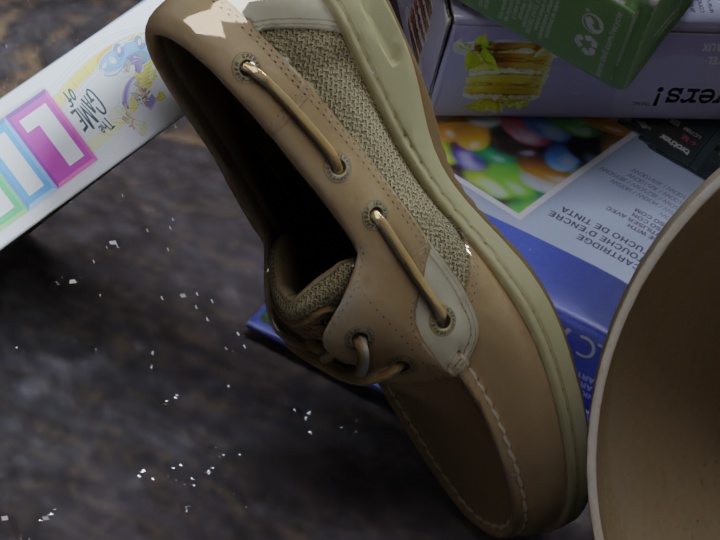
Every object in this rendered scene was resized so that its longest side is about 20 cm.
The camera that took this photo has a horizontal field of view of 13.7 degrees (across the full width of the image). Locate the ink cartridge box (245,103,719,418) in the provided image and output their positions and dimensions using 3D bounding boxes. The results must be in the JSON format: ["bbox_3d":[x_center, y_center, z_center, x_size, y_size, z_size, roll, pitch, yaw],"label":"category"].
[{"bbox_3d":[0.061,-0.023,0.980,0.119,0.042,0.200,26,45,16],"label":"ink cartridge box"}]

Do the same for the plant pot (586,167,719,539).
[{"bbox_3d":[0.160,0.040,0.845,0.199,0.201,0.134,12,9,0],"label":"plant pot"}]

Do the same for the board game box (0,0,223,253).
[{"bbox_3d":[-0.134,-0.001,0.839,0.034,0.134,0.200,53,49,-4],"label":"board game box"}]

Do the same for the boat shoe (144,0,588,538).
[{"bbox_3d":[0.000,0.000,0.850,0.064,0.201,0.071,-38,21,-29],"label":"boat shoe"}]

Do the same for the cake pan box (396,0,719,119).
[{"bbox_3d":[0.094,-0.139,1.032,0.183,0.052,0.201,0,50,-17],"label":"cake pan box"}]

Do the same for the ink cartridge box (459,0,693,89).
[{"bbox_3d":[0.037,-0.161,0.970,0.199,0.048,0.146,30,51,11],"label":"ink cartridge box"}]
